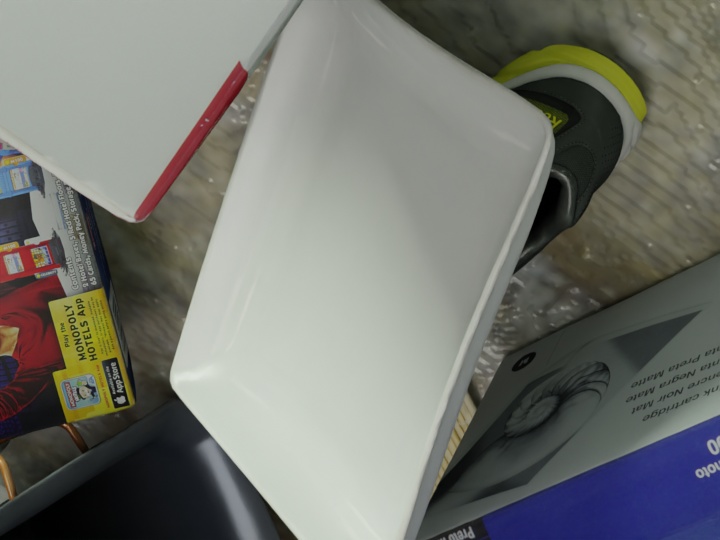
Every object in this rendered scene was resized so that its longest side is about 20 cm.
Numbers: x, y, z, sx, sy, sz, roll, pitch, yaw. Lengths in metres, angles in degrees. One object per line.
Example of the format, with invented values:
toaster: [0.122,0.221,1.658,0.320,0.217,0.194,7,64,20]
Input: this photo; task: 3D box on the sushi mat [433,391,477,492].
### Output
sushi mat: [0.031,0.109,1.137,0.095,0.012,0.200,-16,114,27]

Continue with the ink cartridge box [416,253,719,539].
ink cartridge box: [0.113,0.063,0.963,0.199,0.200,0.041,-28,109,31]

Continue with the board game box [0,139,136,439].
board game box: [-0.214,-0.019,1.059,0.199,0.062,0.201,-13,112,0]

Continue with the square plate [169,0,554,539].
square plate: [0.000,0.000,0.967,0.028,0.200,0.199,9,110,-32]

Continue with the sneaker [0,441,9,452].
sneaker: [-0.222,0.006,1.126,0.200,0.076,0.088,44,120,-14]

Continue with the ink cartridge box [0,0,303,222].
ink cartridge box: [-0.073,-0.146,0.892,0.144,0.200,0.145,34,119,-4]

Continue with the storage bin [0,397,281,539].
storage bin: [-0.151,0.148,1.121,0.134,0.200,0.146,-19,99,39]

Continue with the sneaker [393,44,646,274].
sneaker: [0.023,-0.021,1.013,0.200,0.085,0.075,-35,104,33]
